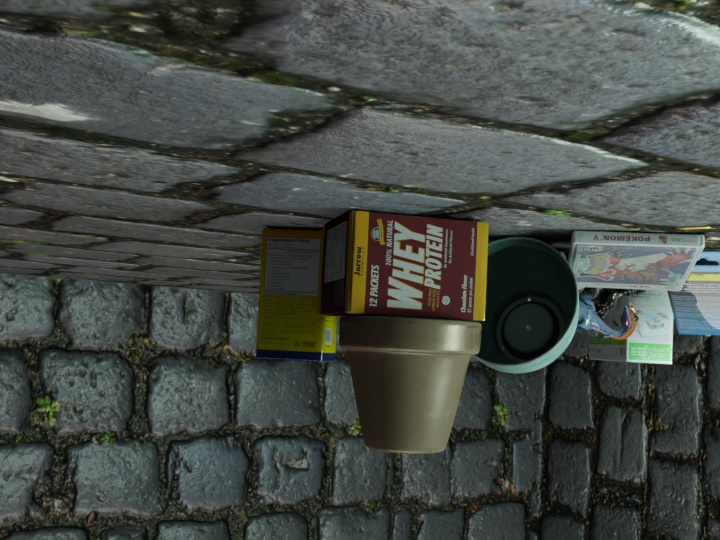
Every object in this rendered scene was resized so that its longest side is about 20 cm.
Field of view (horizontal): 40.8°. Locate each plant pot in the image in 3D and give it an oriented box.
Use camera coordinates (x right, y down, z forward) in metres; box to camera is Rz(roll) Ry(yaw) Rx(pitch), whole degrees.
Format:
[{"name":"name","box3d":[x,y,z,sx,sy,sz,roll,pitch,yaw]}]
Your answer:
[{"name":"plant pot","box3d":[0.245,0.070,1.474,0.196,0.204,0.134,1,157,25]},{"name":"plant pot","box3d":[0.066,0.154,1.316,0.195,0.179,0.200,1,176,0]}]

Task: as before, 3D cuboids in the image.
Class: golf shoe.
[{"name":"golf shoe","box3d":[0.434,0.000,1.595,0.078,0.095,0.200,42,146,-3]}]

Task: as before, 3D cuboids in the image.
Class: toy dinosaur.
[{"name":"toy dinosaur","box3d":[0.359,0.056,1.592,0.180,0.106,0.200,34,171,-14]}]

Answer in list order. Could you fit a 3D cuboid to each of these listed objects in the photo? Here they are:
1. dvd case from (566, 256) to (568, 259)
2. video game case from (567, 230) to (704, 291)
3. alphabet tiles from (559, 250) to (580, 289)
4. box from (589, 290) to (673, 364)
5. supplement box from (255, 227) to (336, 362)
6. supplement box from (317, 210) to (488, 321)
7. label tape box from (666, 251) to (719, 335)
[{"name":"dvd case","box3d":[0.328,-0.014,1.755,0.197,0.016,0.148,7,174,-31]},{"name":"video game case","box3d":[0.397,-0.011,1.428,0.178,0.023,0.200,2,161,10]},{"name":"alphabet tiles","box3d":[0.307,0.032,1.696,0.196,0.015,0.196,-20,148,6]},{"name":"box","box3d":[0.508,0.084,1.832,0.094,0.181,0.200,4,175,-6]},{"name":"supplement box","box3d":[-0.096,0.041,1.531,0.106,0.205,0.109,2,176,10]},{"name":"supplement box","box3d":[0.055,0.001,1.370,0.193,0.136,0.200,4,176,-14]},{"name":"label tape box","box3d":[0.572,0.019,1.565,0.141,0.067,0.202,1,136,32]}]
